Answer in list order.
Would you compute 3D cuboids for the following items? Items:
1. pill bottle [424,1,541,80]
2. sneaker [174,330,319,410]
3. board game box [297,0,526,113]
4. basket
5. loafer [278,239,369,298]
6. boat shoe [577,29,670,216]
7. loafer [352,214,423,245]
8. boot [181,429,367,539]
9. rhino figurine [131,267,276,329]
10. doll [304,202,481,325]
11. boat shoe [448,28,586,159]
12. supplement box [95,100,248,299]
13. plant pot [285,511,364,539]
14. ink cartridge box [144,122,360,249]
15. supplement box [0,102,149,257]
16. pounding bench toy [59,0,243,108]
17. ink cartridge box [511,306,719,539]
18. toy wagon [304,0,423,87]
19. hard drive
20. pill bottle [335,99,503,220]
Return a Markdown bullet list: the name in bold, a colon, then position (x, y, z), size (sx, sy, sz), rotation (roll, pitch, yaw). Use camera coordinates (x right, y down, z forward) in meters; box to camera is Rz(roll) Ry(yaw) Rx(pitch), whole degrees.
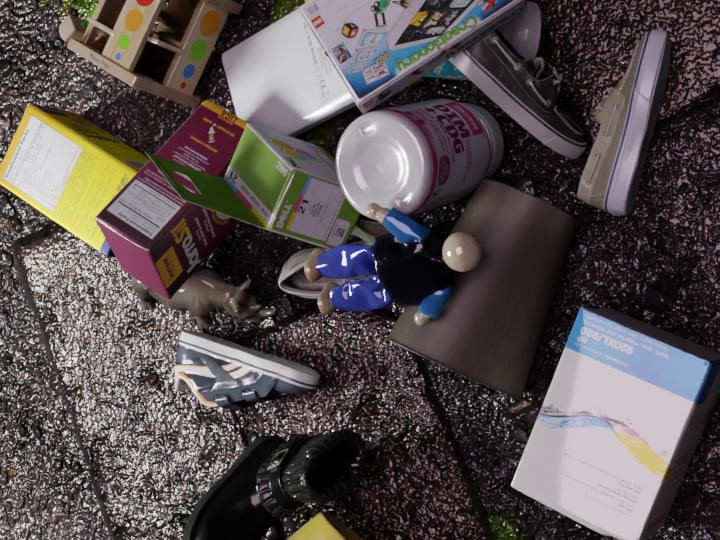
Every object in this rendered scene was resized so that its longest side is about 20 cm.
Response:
- **pill bottle**: position (0.092, -0.265, 1.449), size (0.198, 0.111, 0.112), rotation (2, 89, -10)
- **sneaker**: position (-0.138, 0.131, 1.584), size (0.199, 0.078, 0.080), rotation (14, 89, 34)
- **board game box**: position (0.052, -0.266, 1.353), size (0.199, 0.035, 0.127), rotation (-32, 76, 3)
- **basket**: position (0.142, 0.016, 1.435), size (0.136, 0.180, 0.201), rotation (24, 88, 53)
- **loafer**: position (0.000, 0.000, 1.526), size (0.199, 0.070, 0.070), rotation (-10, 107, 25)
- **boat shoe**: position (0.280, -0.160, 1.418), size (0.062, 0.072, 0.201), rotation (16, 97, 20)
- **loafer**: position (0.008, -0.077, 1.501), size (0.075, 0.070, 0.200), rotation (-37, 45, -20)
- **boot**: position (-0.098, 0.261, 1.488), size (0.157, 0.080, 0.212), rotation (-6, 41, 46)
- **rhino figurine**: position (-0.189, 0.029, 1.596), size (0.199, 0.088, 0.060), rotation (14, 62, 22)
- **doll**: position (0.034, -0.007, 1.358), size (0.199, 0.048, 0.137), rotation (-10, 108, 37)
- **boat shoe**: position (0.181, -0.190, 1.409), size (0.064, 0.200, 0.071), rotation (-46, 31, 17)
- **supplement box**: position (-0.201, -0.083, 1.550), size (0.085, 0.111, 0.200), rotation (30, 67, 23)
- **plant pot**: position (-0.055, 0.383, 1.490), size (0.200, 0.201, 0.189), rotation (39, 86, 19)
- **ink cartridge box**: position (-0.111, -0.104, 1.434), size (0.076, 0.199, 0.148), rotation (-64, 33, 14)
- **supplement box**: position (-0.334, -0.110, 1.657), size (0.199, 0.109, 0.109), rotation (33, 100, 20)
- **pounding bench toy**: position (-0.271, -0.319, 1.626), size (0.199, 0.124, 0.157), rotation (31, 100, 30)
- **ink cartridge box**: position (0.269, 0.157, 1.371), size (0.144, 0.147, 0.201), rotation (23, 97, 22)
- **toy wagon**: position (0.028, -0.301, 1.547), size (0.155, 0.040, 0.201), rotation (-29, 78, 20)
- **hard drive**: position (-0.074, -0.232, 1.564), size (0.199, 0.026, 0.133), rotation (-22, 80, 38)
- **pill bottle**: position (0.070, -0.124, 1.427), size (0.113, 0.200, 0.114), rotation (8, 105, 30)
